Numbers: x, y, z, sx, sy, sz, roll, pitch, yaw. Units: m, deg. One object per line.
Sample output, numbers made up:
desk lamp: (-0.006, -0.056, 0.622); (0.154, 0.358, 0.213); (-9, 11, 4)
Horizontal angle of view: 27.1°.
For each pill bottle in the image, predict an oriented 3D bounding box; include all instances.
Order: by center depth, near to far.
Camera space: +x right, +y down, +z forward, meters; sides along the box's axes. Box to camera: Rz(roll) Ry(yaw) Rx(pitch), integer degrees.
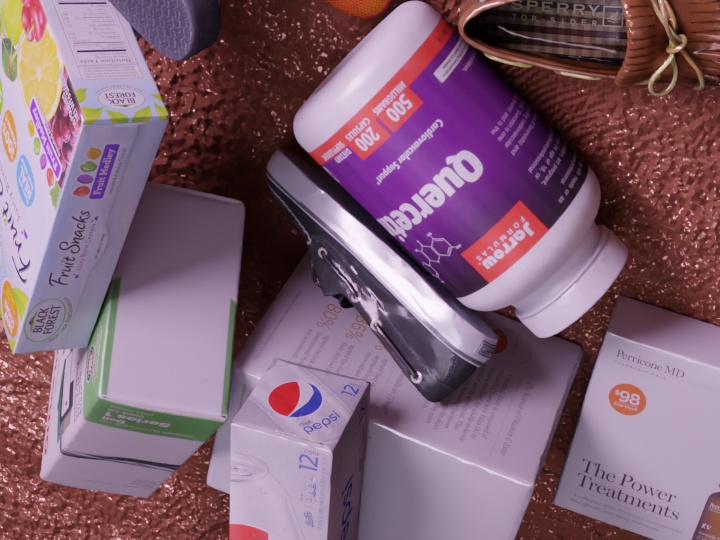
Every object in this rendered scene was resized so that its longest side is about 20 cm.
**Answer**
pill bottle: (0.063, -0.055, 0.887); (0.200, 0.113, 0.112); (44, 126, -9)

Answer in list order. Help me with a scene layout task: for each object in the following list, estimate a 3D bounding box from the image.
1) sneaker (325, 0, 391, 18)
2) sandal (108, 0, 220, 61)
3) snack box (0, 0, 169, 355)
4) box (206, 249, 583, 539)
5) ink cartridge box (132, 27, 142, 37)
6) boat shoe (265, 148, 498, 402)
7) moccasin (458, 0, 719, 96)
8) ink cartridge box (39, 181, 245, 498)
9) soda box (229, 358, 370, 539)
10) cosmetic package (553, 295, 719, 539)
sneaker: (-0.046, -0.226, 0.845); (0.073, 0.077, 0.200); (-22, 113, 29)
sandal: (-0.139, -0.194, 0.791); (0.200, 0.043, 0.076); (50, 149, 7)
snack box: (-0.176, -0.068, 0.853); (0.143, 0.053, 0.200); (65, 145, 31)
box: (0.024, 0.094, 0.974); (0.199, 0.152, 0.107); (22, 126, 8)
ink cartridge box: (-0.162, -0.227, 0.879); (0.200, 0.059, 0.104); (36, 134, 35)
boat shoe: (0.000, 0.000, 0.931); (0.200, 0.069, 0.057); (45, 102, 26)
moccasin: (0.154, -0.134, 0.821); (0.200, 0.078, 0.074); (13, 125, 14)
ink cartridge box: (-0.145, 0.052, 0.971); (0.084, 0.147, 0.200); (11, 154, -19)
soda box: (-0.039, 0.155, 0.900); (0.063, 0.068, 0.201); (14, 127, 13)
cosmetic package: (0.240, 0.117, 0.967); (0.199, 0.052, 0.151); (18, 123, 11)
